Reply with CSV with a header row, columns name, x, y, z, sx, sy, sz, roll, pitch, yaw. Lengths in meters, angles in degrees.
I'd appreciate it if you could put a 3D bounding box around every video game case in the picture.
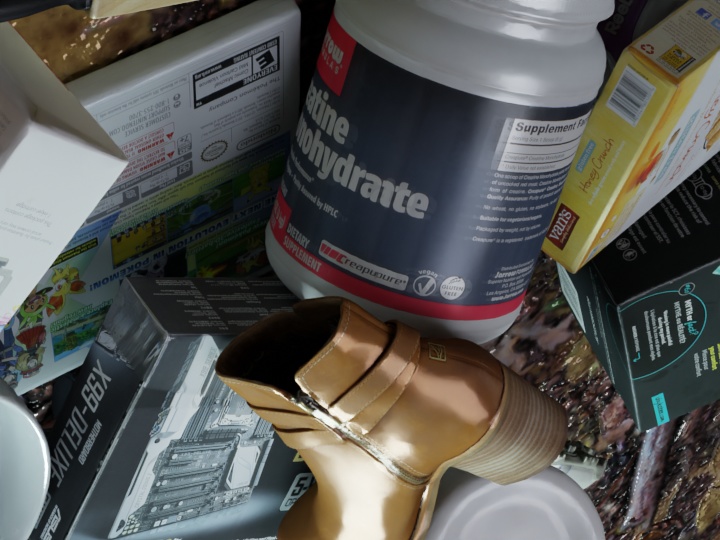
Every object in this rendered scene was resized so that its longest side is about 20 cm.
name,x,y,z,sx,sy,sz,roll,pitch,yaw
video game case,-0.117,-0.033,1.106,0.200,0.022,0.182,-27,144,-24

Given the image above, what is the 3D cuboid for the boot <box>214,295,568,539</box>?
name,x,y,z,sx,sy,sz,roll,pitch,yaw
boot,-0.015,0.087,1.096,0.155,0.077,0.200,27,141,-34

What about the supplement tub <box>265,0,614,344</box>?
name,x,y,z,sx,sy,sz,roll,pitch,yaw
supplement tub,0.041,-0.075,1.103,0.140,0.140,0.200,-5,122,-43

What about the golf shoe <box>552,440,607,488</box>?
name,x,y,z,sx,sy,sz,roll,pitch,yaw
golf shoe,0.075,0.144,1.437,0.200,0.078,0.097,5,103,-39

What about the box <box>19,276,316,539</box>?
name,x,y,z,sx,sy,sz,roll,pitch,yaw
box,-0.064,0.078,1.150,0.200,0.050,0.158,1,127,-43

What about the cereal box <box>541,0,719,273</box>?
name,x,y,z,sx,sy,sz,roll,pitch,yaw
cereal box,0.179,-0.097,1.181,0.200,0.040,0.144,-37,159,-42

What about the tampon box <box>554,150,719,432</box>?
name,x,y,z,sx,sy,sz,roll,pitch,yaw
tampon box,0.229,-0.022,1.341,0.200,0.126,0.150,-23,142,-4

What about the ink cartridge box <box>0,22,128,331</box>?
name,x,y,z,sx,sy,sz,roll,pitch,yaw
ink cartridge box,-0.206,-0.012,0.950,0.200,0.116,0.067,-50,147,13

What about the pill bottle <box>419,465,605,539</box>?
name,x,y,z,sx,sy,sz,roll,pitch,yaw
pill bottle,0.049,0.147,1.249,0.114,0.200,0.115,-2,96,-20

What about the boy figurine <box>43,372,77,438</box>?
name,x,y,z,sx,sy,sz,roll,pitch,yaw
boy figurine,-0.086,0.088,1.238,0.200,0.064,0.124,-4,128,-40

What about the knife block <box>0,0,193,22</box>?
name,x,y,z,sx,sy,sz,roll,pitch,yaw
knife block,-0.104,-0.148,0.953,0.176,0.064,0.200,-44,147,2

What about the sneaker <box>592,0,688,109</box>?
name,x,y,z,sx,sy,sz,roll,pitch,yaw
sneaker,0.170,-0.157,1.236,0.200,0.075,0.100,-55,162,13

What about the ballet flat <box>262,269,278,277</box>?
name,x,y,z,sx,sy,sz,roll,pitch,yaw
ballet flat,0.000,0.000,1.245,0.200,0.067,0.062,-11,107,-44

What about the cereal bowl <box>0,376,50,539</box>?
name,x,y,z,sx,sy,sz,roll,pitch,yaw
cereal bowl,-0.256,0.106,1.060,0.200,0.083,0.200,-28,145,-22
